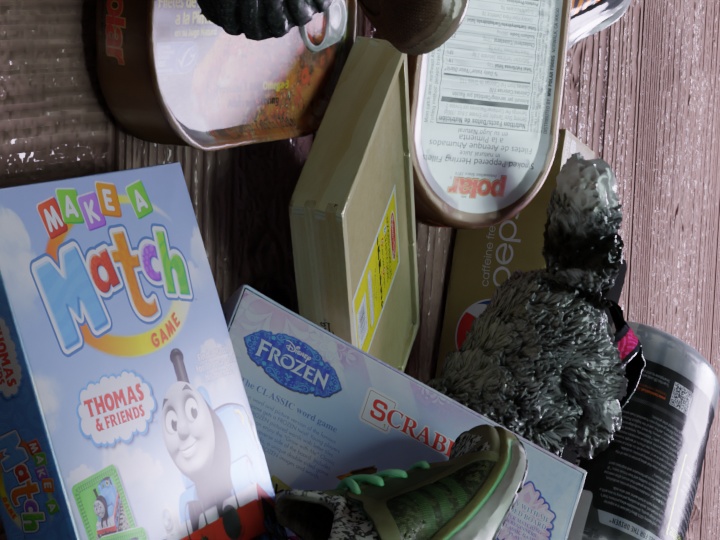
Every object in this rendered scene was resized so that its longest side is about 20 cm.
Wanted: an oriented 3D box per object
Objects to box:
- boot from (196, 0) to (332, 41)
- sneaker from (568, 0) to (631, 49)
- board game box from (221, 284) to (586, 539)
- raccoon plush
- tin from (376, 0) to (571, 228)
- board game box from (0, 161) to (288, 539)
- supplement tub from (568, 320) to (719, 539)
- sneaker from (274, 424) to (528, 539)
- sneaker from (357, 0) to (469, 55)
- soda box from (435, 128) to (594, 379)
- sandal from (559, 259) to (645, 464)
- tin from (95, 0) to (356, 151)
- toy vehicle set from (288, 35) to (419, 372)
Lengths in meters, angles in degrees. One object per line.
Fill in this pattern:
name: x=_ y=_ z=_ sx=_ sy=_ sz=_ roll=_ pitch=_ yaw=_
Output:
boot: x=-0.022 y=-0.205 z=0.808 sx=0.212 sy=0.079 sz=0.158 roll=-53 pitch=155 yaw=0
sneaker: x=0.111 y=-0.195 z=1.243 sx=0.200 sy=0.077 sz=0.113 roll=-54 pitch=142 yaw=-48
board game box: x=-0.009 y=0.140 z=0.951 sx=0.199 sy=0.041 sz=0.201 roll=30 pitch=60 yaw=-15
raccoon plush: x=0.066 y=0.038 z=1.136 sx=0.133 sy=0.097 sz=0.202 roll=-15 pitch=112 yaw=-30
tin: x=0.062 y=-0.123 z=1.133 sx=0.111 sy=0.042 sz=0.202 roll=3 pitch=95 yaw=-30
board game box: x=-0.095 y=0.062 z=0.828 sx=0.151 sy=0.036 sz=0.202 roll=-16 pitch=89 yaw=-64
supplement tub: x=0.161 y=0.145 z=1.371 sx=0.123 sy=0.121 sz=0.201 roll=60 pitch=42 yaw=-52
sneaker: x=0.010 y=0.107 z=0.880 sx=0.077 sy=0.088 sz=0.200 roll=-60 pitch=175 yaw=28
sneaker: x=-0.011 y=-0.191 z=0.950 sx=0.075 sy=0.070 sz=0.202 roll=4 pitch=62 yaw=-42
soda box: x=0.093 y=0.016 z=1.264 sx=0.068 sy=0.063 sz=0.202 roll=24 pitch=74 yaw=-66
sandal: x=0.148 y=0.072 z=1.269 sx=0.201 sy=0.045 sz=0.076 roll=-68 pitch=160 yaw=-46
tin: x=-0.058 y=-0.116 z=0.941 sx=0.200 sy=0.042 sz=0.113 roll=-15 pitch=113 yaw=-64
toy vehicle set: x=0.000 y=0.000 z=1.046 sx=0.201 sy=0.026 sz=0.125 roll=86 pitch=18 yaw=-44
